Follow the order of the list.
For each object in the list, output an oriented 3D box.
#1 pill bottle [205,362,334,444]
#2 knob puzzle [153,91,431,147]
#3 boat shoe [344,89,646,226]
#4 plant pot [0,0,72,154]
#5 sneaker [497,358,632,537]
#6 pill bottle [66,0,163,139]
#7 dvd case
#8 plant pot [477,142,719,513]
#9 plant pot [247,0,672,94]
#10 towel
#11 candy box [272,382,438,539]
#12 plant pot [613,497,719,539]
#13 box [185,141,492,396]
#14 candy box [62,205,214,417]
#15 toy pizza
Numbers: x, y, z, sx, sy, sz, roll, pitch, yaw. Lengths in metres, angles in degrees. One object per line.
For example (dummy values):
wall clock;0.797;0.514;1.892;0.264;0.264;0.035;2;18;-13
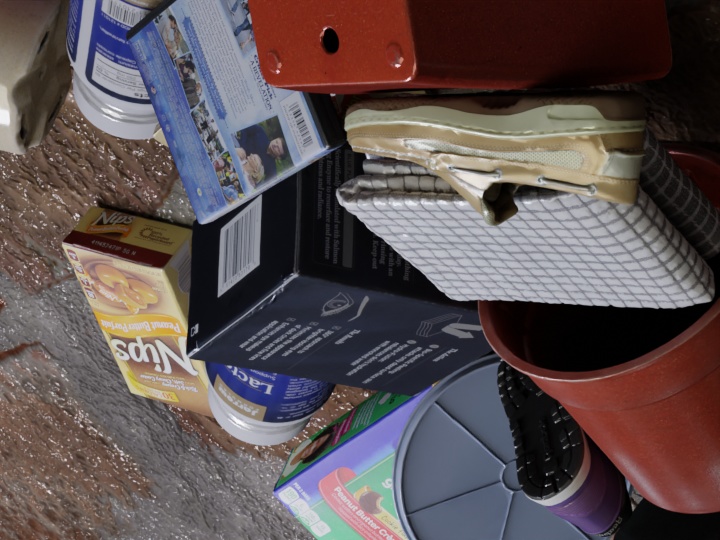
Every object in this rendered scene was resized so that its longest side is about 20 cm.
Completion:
pill bottle;-0.067;0.058;1.777;0.115;0.116;0.200;31;147;8
knob puzzle;-0.022;-0.103;1.591;0.218;0.031;0.220;4;140;3
boat shoe;0.072;-0.063;1.231;0.199;0.071;0.077;4;99;42
plant pot;-0.325;-0.182;1.686;0.183;0.201;0.201;18;145;7
sneaker;0.157;0.113;1.592;0.076;0.201;0.087;-32;126;28
pill bottle;-0.155;-0.189;1.561;0.115;0.116;0.200;32;147;7
dvd case;-0.085;-0.121;1.389;0.200;0.017;0.143;-25;86;59
plant pot;0.212;0.052;1.468;0.200;0.201;0.195;5;144;40
plant pot;0.038;-0.191;1.240;0.199;0.176;0.201;3;107;48
towel;0.110;-0.044;1.344;0.199;0.086;0.165;1;155;36
candy box;0.058;0.177;1.789;0.200;0.077;0.169;-36;106;27
plant pot;0.307;0.210;1.573;0.200;0.200;0.177;52;155;-24
box;0.000;0.000;1.577;0.199;0.118;0.197;12;156;-25
candy box;-0.179;0.040;1.929;0.115;0.055;0.201;14;141;31
toy pizza;0.120;0.158;1.703;0.200;0.200;0.032;48;-179;-17
